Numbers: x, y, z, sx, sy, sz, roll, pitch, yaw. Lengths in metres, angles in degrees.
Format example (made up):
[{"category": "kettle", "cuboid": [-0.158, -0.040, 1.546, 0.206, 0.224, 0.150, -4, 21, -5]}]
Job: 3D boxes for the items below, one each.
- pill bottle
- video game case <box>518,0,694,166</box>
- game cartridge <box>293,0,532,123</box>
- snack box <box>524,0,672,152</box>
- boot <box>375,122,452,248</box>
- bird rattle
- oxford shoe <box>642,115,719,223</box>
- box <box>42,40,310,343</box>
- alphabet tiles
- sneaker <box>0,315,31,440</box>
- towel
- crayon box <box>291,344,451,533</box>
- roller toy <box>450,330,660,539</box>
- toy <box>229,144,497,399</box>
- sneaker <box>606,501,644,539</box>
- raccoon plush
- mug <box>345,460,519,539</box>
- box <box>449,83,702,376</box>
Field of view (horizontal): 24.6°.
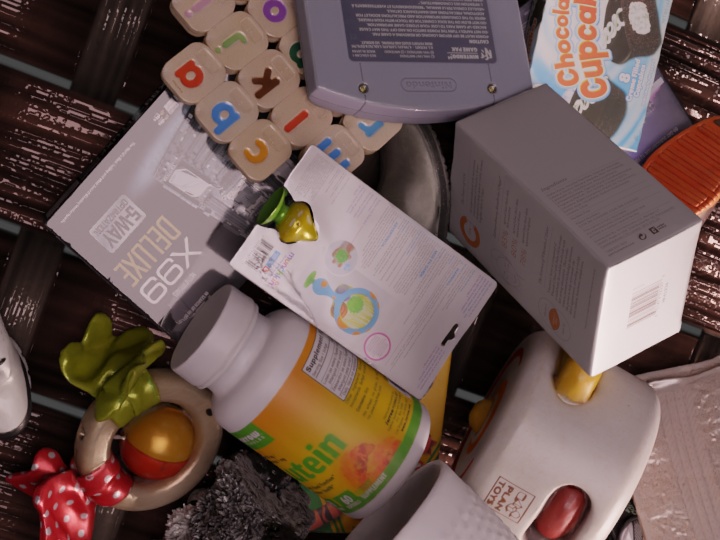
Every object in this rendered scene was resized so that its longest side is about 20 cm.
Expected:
[{"category": "pill bottle", "cuboid": [-0.051, 0.102, 1.331, 0.199, 0.111, 0.111, 37, 89, -16]}, {"category": "video game case", "cuboid": [0.196, -0.153, 1.453, 0.142, 0.019, 0.201, -37, 107, -6]}, {"category": "game cartridge", "cuboid": [0.043, -0.188, 1.359, 0.198, 0.041, 0.135, -2, 79, -23]}, {"category": "snack box", "cuboid": [0.203, -0.212, 1.415, 0.115, 0.037, 0.202, 10, 97, -15]}, {"category": "boot", "cuboid": [0.009, -0.038, 1.377, 0.130, 0.068, 0.202, -13, 95, -23]}, {"category": "bird rattle", "cuboid": [-0.190, 0.147, 1.364, 0.162, 0.112, 0.202, 11, 100, -33]}, {"category": "oxford shoe", "cuboid": [0.273, -0.051, 1.468, 0.071, 0.073, 0.200, 41, 91, 25]}, {"category": "box", "cuboid": [-0.139, -0.062, 1.362, 0.158, 0.050, 0.200, 43, 86, -16]}, {"category": "alphabet tiles", "cuboid": [-0.059, -0.167, 1.337, 0.200, 0.015, 0.195, 49, 61, -3]}, {"category": "sneaker", "cuboid": [-0.318, 0.049, 1.320, 0.073, 0.080, 0.202, -24, 106, -11]}, {"category": "towel", "cuboid": [0.304, 0.179, 1.468, 0.131, 0.035, 0.202, -13, 68, 2]}, {"category": "crayon box", "cuboid": [0.007, 0.127, 1.434, 0.126, 0.051, 0.202, 4, 98, -15]}, {"category": "roller toy", "cuboid": [0.156, 0.151, 1.398, 0.139, 0.200, 0.184, 28, 77, -1]}, {"category": "toy", "cuboid": [0.000, 0.000, 1.328, 0.199, 0.047, 0.116, 36, 88, -23]}, {"category": "sneaker", "cuboid": [0.270, 0.216, 1.507, 0.139, 0.078, 0.202, 18, 83, -7]}, {"category": "raccoon plush", "cuboid": [-0.113, 0.237, 1.343, 0.097, 0.200, 0.134, 38, 108, -19]}, {"category": "mug", "cuboid": [0.058, 0.279, 1.313, 0.175, 0.148, 0.200, 45, 120, -5]}, {"category": "box", "cuboid": [0.167, -0.036, 1.331, 0.097, 0.200, 0.125, -24, 140, -23]}]
